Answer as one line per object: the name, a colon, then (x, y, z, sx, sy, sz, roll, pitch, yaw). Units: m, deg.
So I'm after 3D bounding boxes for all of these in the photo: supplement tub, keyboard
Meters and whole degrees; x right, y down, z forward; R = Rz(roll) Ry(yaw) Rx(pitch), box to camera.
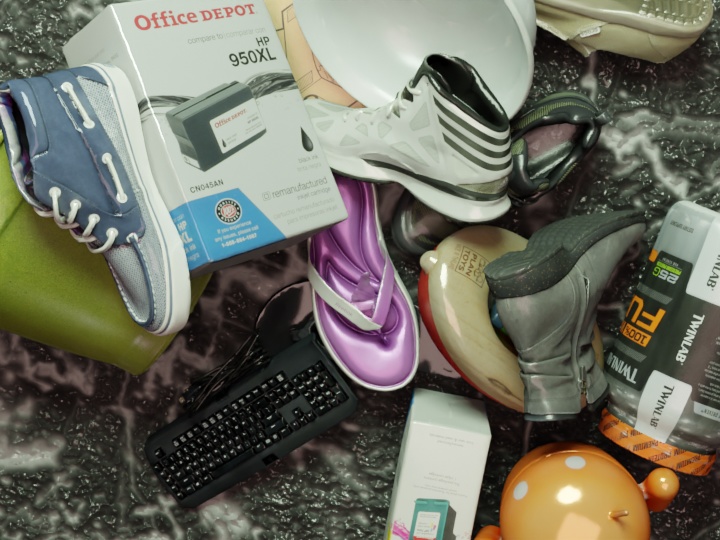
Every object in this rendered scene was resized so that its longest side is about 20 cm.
supplement tub: (0.273, 0.055, 0.966, 0.122, 0.123, 0.200, 21, 97, 0)
keyboard: (-0.107, 0.126, 1.015, 0.200, 0.040, 0.104, -34, 94, 19)

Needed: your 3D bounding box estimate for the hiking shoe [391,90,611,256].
hiking shoe: (0.107, -0.079, 0.966, 0.200, 0.101, 0.076, -36, 94, 7)

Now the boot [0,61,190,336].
boot: (-0.189, -0.042, 0.835, 0.073, 0.090, 0.200, -15, 94, 47)

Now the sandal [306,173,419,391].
sandal: (-0.007, 0.002, 0.977, 0.082, 0.050, 0.203, -16, 88, 2)

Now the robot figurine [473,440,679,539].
robot figurine: (0.169, 0.194, 0.948, 0.144, 0.200, 0.117, 16, 89, 8)

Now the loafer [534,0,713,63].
loafer: (0.176, -0.211, 0.959, 0.200, 0.068, 0.076, 21, 56, 13)

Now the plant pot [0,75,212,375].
plant pot: (-0.224, -0.017, 0.958, 0.193, 0.200, 0.200, 34, 98, -14)

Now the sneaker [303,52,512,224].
sneaker: (0.033, -0.123, 0.916, 0.200, 0.076, 0.115, 25, 129, 27)

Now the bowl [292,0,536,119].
bowl: (0.055, -0.205, 0.912, 0.201, 0.201, 0.090, 35, 60, -2)

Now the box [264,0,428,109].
box: (-0.047, -0.175, 1.001, 0.163, 0.021, 0.200, 26, 97, -2)

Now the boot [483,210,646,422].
boot: (0.170, 0.033, 0.940, 0.070, 0.200, 0.132, -5, 105, 46)

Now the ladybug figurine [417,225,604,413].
ladybug figurine: (0.115, 0.043, 0.973, 0.200, 0.072, 0.136, 39, 57, -26)

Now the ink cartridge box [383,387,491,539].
ink cartridge box: (0.056, 0.211, 1.001, 0.067, 0.116, 0.200, 10, 99, 2)

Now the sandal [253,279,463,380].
sandal: (0.008, 0.050, 1.018, 0.200, 0.043, 0.076, 5, 98, 2)

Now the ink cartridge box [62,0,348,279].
ink cartridge box: (-0.117, -0.105, 0.912, 0.084, 0.145, 0.200, -23, 88, 48)
